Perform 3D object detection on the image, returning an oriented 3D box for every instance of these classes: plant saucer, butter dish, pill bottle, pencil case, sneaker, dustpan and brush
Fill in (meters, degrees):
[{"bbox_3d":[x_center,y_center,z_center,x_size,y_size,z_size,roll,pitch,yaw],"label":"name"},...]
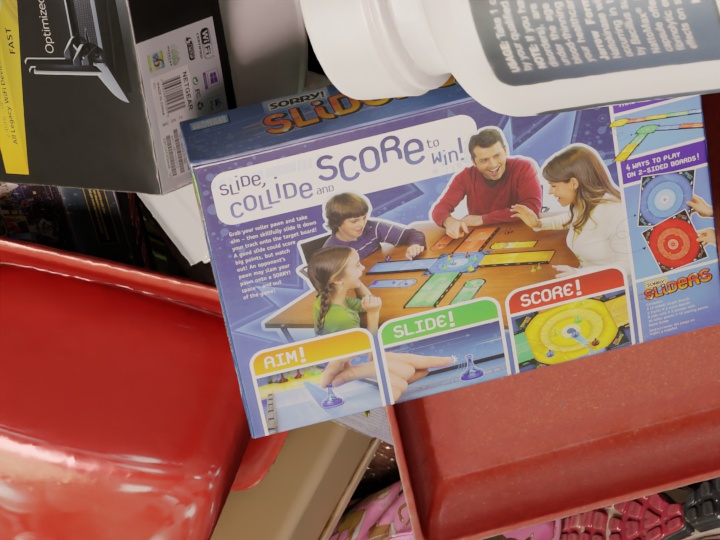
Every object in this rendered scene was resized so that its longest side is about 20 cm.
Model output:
[{"bbox_3d":[0.100,0.010,1.219,0.200,0.037,0.200,-15,124,-3],"label":"plant saucer"},{"bbox_3d":[-0.132,0.088,1.294,0.200,0.148,0.200,13,151,-7],"label":"butter dish"},{"bbox_3d":[0.084,-0.118,1.045,0.200,0.120,0.120,-6,136,23],"label":"pill bottle"},{"bbox_3d":[0.025,0.146,1.534,0.083,0.087,0.200,34,151,-18],"label":"pencil case"},{"bbox_3d":[0.169,0.142,1.434,0.075,0.081,0.200,17,167,-37],"label":"sneaker"},{"bbox_3d":[-0.054,-0.117,1.181,0.140,0.057,0.200,53,142,23],"label":"dustpan and brush"}]

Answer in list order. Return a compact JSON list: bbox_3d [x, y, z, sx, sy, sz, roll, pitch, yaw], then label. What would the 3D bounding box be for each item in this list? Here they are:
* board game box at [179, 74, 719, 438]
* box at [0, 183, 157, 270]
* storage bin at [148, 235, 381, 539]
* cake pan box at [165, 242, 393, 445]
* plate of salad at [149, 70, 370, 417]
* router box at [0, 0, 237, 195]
[{"bbox_3d":[0.039,-0.018,1.145,0.200,0.034,0.136,-13,124,-4],"label":"board game box"},{"bbox_3d":[-0.167,-0.004,1.343,0.136,0.038,0.200,-4,147,4],"label":"box"},{"bbox_3d":[-0.113,0.097,1.469,0.198,0.200,0.094,23,147,9],"label":"storage bin"},{"bbox_3d":[0.000,0.000,1.353,0.200,0.052,0.184,23,144,21],"label":"cake pan box"},{"bbox_3d":[-0.019,-0.007,1.278,0.200,0.048,0.200,23,143,19],"label":"plate of salad"},{"bbox_3d":[-0.134,-0.134,1.161,0.157,0.052,0.200,6,112,41],"label":"router box"}]
